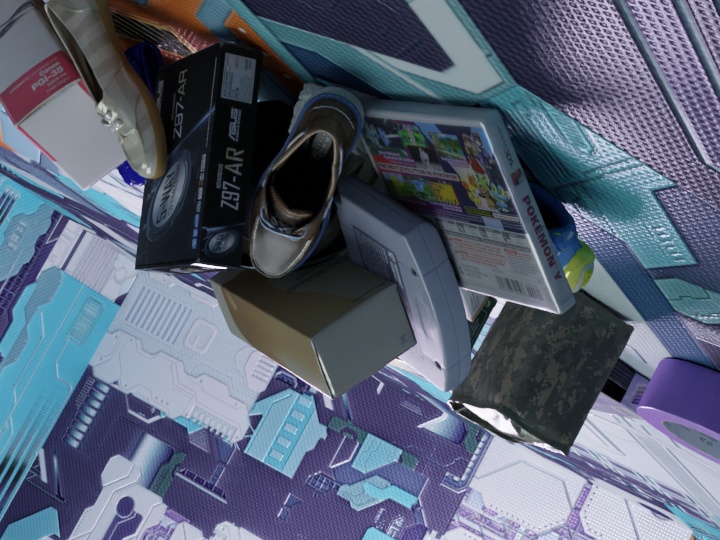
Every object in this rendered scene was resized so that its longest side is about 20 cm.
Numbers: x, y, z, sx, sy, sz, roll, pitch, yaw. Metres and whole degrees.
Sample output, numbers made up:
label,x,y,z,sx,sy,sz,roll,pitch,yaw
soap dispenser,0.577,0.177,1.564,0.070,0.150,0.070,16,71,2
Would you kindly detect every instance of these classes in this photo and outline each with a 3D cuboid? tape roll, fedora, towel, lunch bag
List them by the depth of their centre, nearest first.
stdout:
label,x,y,z,sx,sy,sz,roll,pitch,yaw
fedora,-0.079,-0.095,1.357,0.200,0.201,0.092,25,143,23
towel,-0.247,-0.163,1.540,0.200,0.049,0.148,2,108,67
lunch bag,0.192,0.107,1.593,0.117,0.165,0.200,33,171,-16
tape roll,0.418,0.176,1.610,0.199,0.066,0.200,29,172,5

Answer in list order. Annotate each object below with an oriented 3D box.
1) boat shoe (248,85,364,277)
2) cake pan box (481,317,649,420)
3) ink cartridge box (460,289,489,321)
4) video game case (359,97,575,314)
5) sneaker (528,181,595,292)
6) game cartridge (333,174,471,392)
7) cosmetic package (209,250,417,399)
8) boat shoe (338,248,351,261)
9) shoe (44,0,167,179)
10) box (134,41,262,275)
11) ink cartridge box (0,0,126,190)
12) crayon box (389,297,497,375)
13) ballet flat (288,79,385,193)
label,x,y,z,sx,sy,sz,roll,pitch,yaw
boat shoe,-0.060,-0.066,1.230,0.072,0.201,0.072,23,-145,1
cake pan box,0.274,0.127,1.842,0.184,0.053,0.200,29,172,-14
ink cartridge box,0.061,-0.030,1.521,0.164,0.075,0.200,27,170,15
video game case,0.082,-0.058,1.191,0.200,0.023,0.183,16,137,57
sneaker,0.119,-0.056,1.256,0.199,0.076,0.105,24,153,27
game cartridge,0.043,0.016,1.299,0.133,0.041,0.201,41,156,45
cosmetic package,-0.048,0.038,1.340,0.200,0.105,0.071,24,141,52
boat shoe,0.000,0.000,1.422,0.200,0.069,0.075,35,162,-5
shoe,-0.239,-0.174,1.328,0.201,0.053,0.070,67,152,7
box,-0.152,-0.099,1.314,0.043,0.201,0.160,9,174,-29
ink cartridge box,-0.326,-0.202,1.454,0.200,0.083,0.147,55,-178,30
crayon box,0.082,0.070,1.858,0.051,0.126,0.200,33,170,-26
ballet flat,-0.003,-0.105,1.316,0.072,0.072,0.200,20,169,43
